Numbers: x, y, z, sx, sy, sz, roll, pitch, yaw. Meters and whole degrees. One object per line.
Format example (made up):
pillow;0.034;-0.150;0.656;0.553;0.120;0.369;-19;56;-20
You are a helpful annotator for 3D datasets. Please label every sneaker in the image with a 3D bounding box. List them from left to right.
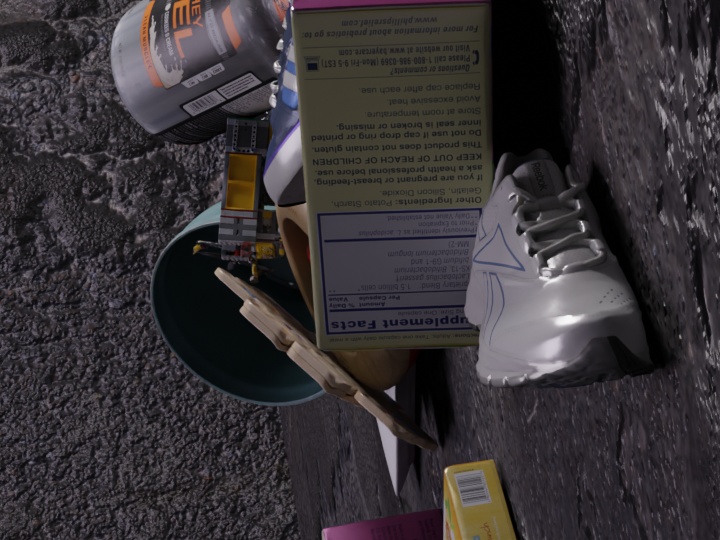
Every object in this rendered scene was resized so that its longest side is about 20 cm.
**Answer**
sneaker;-0.024;-0.152;1.271;0.147;0.080;0.200;58;135;21
sneaker;0.081;-0.001;0.940;0.200;0.074;0.088;-123;29;-73

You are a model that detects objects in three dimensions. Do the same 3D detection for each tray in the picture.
tray;0.028;0.088;1.732;0.201;0.022;0.108;89;171;-50

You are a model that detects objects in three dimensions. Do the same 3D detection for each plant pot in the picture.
plant pot;-0.079;0.005;1.945;0.135;0.198;0.202;-62;-26;-52

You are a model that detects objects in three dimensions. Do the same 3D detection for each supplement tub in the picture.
supplement tub;-0.089;-0.181;1.608;0.199;0.122;0.124;-21;74;41

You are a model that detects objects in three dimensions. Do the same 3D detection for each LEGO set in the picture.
LEGO set;-0.048;-0.040;1.651;0.200;0.152;0.117;127;148;-74

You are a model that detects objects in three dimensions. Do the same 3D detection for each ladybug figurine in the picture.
ladybug figurine;0.000;0.000;1.532;0.136;0.072;0.201;42;155;48

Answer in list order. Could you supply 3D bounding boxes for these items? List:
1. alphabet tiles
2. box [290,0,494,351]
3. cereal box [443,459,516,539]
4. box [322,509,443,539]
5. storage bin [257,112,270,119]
alphabet tiles;-0.027;0.071;1.584;0.195;0.015;0.200;40;-178;18
box;0.021;-0.091;1.087;0.177;0.096;0.202;-88;-4;-55
cereal box;0.084;0.243;1.367;0.201;0.039;0.145;87;171;-46
box;0.035;0.316;1.592;0.201;0.096;0.177;90;169;-48
storage bin;-0.083;-0.243;1.949;0.135;0.093;0.202;96;163;-65
